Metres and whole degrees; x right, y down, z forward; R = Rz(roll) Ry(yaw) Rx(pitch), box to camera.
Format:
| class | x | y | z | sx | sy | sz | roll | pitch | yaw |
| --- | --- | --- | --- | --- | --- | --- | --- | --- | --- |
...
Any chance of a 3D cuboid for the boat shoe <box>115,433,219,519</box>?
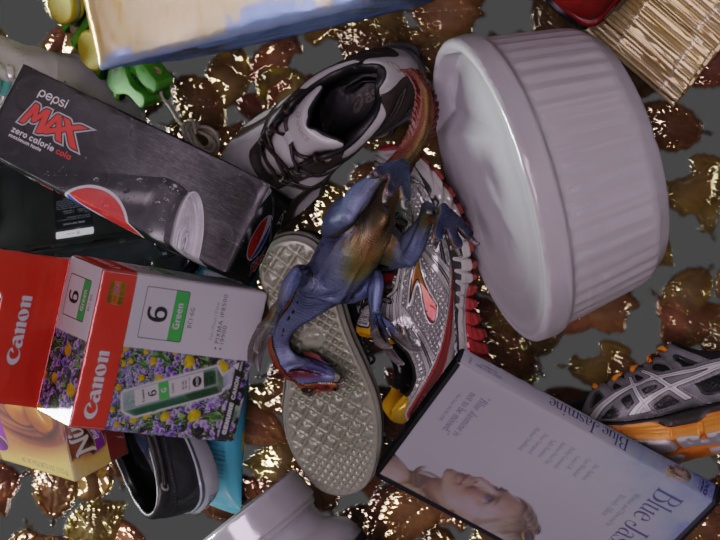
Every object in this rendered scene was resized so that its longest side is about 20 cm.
| class | x | y | z | sx | sy | sz | roll | pitch | yaw |
| --- | --- | --- | --- | --- | --- | --- | --- | --- | --- |
| boat shoe | -0.170 | 0.088 | 1.401 | 0.069 | 0.057 | 0.200 | -44 | 71 | 39 |

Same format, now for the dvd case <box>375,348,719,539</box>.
| class | x | y | z | sx | sy | sz | roll | pitch | yaw |
| --- | --- | --- | --- | --- | --- | --- | --- | --- | --- |
| dvd case | 0.124 | 0.143 | 1.319 | 0.200 | 0.018 | 0.143 | 28 | 135 | -4 |

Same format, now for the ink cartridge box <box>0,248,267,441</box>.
| class | x | y | z | sx | sy | sz | roll | pitch | yaw |
| --- | --- | --- | --- | --- | --- | --- | --- | --- | --- |
| ink cartridge box | -0.164 | 0.050 | 1.295 | 0.050 | 0.200 | 0.109 | 18 | 97 | 50 |

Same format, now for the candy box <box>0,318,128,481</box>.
| class | x | y | z | sx | sy | sz | roll | pitch | yaw |
| --- | --- | --- | --- | --- | --- | --- | --- | --- | --- |
| candy box | -0.258 | 0.071 | 1.392 | 0.200 | 0.056 | 0.117 | 10 | 116 | 40 |

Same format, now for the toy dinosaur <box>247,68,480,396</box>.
| class | x | y | z | sx | sy | sz | roll | pitch | yaw |
| --- | --- | --- | --- | --- | --- | --- | --- | --- | --- |
| toy dinosaur | 0.000 | 0.000 | 1.300 | 0.105 | 0.200 | 0.181 | 32 | 142 | -18 |

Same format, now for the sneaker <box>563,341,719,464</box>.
| class | x | y | z | sx | sy | sz | roll | pitch | yaw |
| --- | --- | --- | --- | --- | --- | --- | --- | --- | --- |
| sneaker | 0.205 | 0.089 | 1.323 | 0.199 | 0.078 | 0.078 | -9 | 67 | 22 |

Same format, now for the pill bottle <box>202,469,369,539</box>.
| class | x | y | z | sx | sy | sz | roll | pitch | yaw |
| --- | --- | --- | --- | --- | --- | --- | --- | --- | --- |
| pill bottle | -0.021 | 0.247 | 1.378 | 0.116 | 0.116 | 0.200 | -39 | 87 | 17 |

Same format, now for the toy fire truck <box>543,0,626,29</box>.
| class | x | y | z | sx | sy | sz | roll | pitch | yaw |
| --- | --- | --- | --- | --- | --- | --- | --- | --- | --- |
| toy fire truck | 0.107 | -0.245 | 1.209 | 0.176 | 0.200 | 0.129 | 41 | 108 | 6 |

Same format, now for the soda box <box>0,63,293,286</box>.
| class | x | y | z | sx | sy | sz | roll | pitch | yaw |
| --- | --- | --- | --- | --- | --- | --- | --- | --- | --- |
| soda box | -0.152 | -0.064 | 1.316 | 0.200 | 0.063 | 0.071 | 26 | 86 | 15 |

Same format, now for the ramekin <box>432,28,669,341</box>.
| class | x | y | z | sx | sy | sz | roll | pitch | yaw |
| --- | --- | --- | --- | --- | --- | --- | --- | --- | --- |
| ramekin | 0.124 | -0.064 | 1.255 | 0.094 | 0.202 | 0.203 | -18 | 94 | -10 |

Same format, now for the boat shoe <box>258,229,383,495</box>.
| class | x | y | z | sx | sy | sz | roll | pitch | yaw |
| --- | --- | --- | --- | --- | --- | --- | --- | --- | --- |
| boat shoe | -0.025 | 0.063 | 1.380 | 0.074 | 0.062 | 0.201 | -10 | 105 | 12 |

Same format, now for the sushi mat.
| class | x | y | z | sx | sy | sz | roll | pitch | yaw |
| --- | --- | --- | --- | --- | --- | --- | --- | --- | --- |
| sushi mat | 0.166 | -0.211 | 1.310 | 0.200 | 0.012 | 0.096 | 42 | 108 | 6 |

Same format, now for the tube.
| class | x | y | z | sx | sy | sz | roll | pitch | yaw |
| --- | --- | --- | --- | --- | --- | --- | --- | --- | --- |
| tube | -0.110 | 0.076 | 1.414 | 0.077 | 0.050 | 0.201 | 16 | 107 | 23 |

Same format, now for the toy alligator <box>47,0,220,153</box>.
| class | x | y | z | sx | sy | sz | roll | pitch | yaw |
| --- | --- | --- | --- | --- | --- | --- | --- | --- | --- |
| toy alligator | -0.170 | -0.150 | 1.381 | 0.200 | 0.059 | 0.054 | 56 | 137 | 10 |

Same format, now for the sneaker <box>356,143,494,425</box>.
| class | x | y | z | sx | sy | sz | roll | pitch | yaw |
| --- | --- | --- | --- | --- | --- | --- | --- | --- | --- |
| sneaker | 0.036 | 0.013 | 1.332 | 0.082 | 0.078 | 0.201 | -12 | 95 | -14 |

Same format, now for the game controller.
| class | x | y | z | sx | sy | sz | roll | pitch | yaw |
| --- | --- | --- | --- | --- | --- | --- | --- | --- | --- |
| game controller | -0.200 | -0.035 | 1.398 | 0.199 | 0.042 | 0.105 | -7 | 77 | 27 |

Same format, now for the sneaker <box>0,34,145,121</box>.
| class | x | y | z | sx | sy | sz | roll | pitch | yaw |
| --- | --- | --- | --- | --- | --- | --- | --- | --- | --- |
| sneaker | -0.253 | -0.134 | 1.394 | 0.199 | 0.088 | 0.075 | 26 | 102 | 3 |

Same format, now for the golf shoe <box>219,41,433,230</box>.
| class | x | y | z | sx | sy | sz | roll | pitch | yaw |
| --- | --- | --- | --- | --- | --- | --- | --- | --- | --- |
| golf shoe | -0.044 | -0.092 | 1.340 | 0.200 | 0.094 | 0.078 | -39 | 81 | 17 |

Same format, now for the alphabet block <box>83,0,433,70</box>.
| class | x | y | z | sx | sy | sz | roll | pitch | yaw |
| --- | --- | --- | --- | --- | --- | --- | --- | --- | --- |
| alphabet block | -0.077 | -0.252 | 1.275 | 0.195 | 0.196 | 0.201 | -12 | 95 | 15 |
